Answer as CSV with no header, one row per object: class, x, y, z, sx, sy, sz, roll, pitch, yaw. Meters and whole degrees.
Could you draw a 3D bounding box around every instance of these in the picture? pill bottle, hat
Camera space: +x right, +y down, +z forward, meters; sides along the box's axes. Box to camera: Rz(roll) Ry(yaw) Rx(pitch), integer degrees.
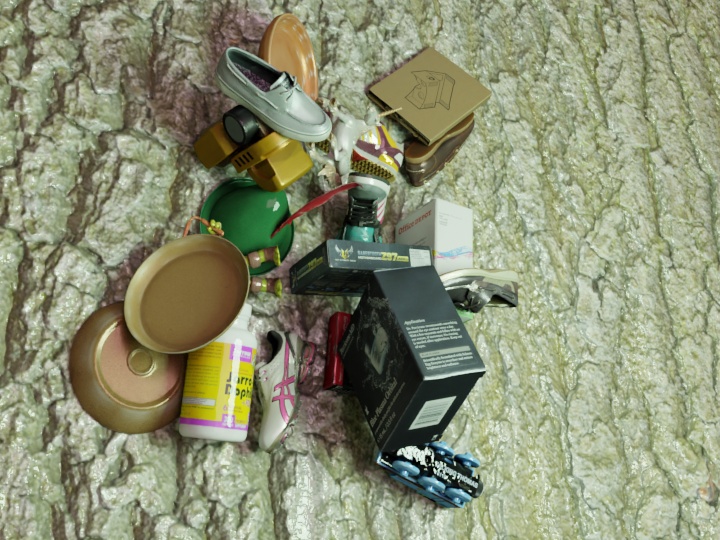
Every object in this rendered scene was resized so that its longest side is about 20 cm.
pill bottle,-0.210,0.150,1.430,0.102,0.104,0.205,10,79,-26
hat,-0.143,-0.105,1.527,0.166,0.175,0.200,47,58,-7

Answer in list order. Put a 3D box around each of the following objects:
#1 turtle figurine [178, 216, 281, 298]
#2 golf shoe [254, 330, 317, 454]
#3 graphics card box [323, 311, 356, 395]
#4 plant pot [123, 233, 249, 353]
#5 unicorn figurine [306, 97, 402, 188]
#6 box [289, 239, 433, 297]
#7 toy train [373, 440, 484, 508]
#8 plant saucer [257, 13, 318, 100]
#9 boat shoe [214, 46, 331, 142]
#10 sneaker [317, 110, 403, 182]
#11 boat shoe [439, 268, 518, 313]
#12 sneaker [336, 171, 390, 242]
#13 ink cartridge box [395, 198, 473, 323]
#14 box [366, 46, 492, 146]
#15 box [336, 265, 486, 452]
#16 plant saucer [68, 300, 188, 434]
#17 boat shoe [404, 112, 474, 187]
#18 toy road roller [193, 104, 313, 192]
turtle figurine,-0.206,0.016,1.515,0.157,0.064,0.205,-3,87,-11
golf shoe,-0.135,0.189,1.501,0.091,0.073,0.203,24,53,-13
graphics card box,0.036,0.154,1.617,0.196,0.051,0.128,14,67,-24
plant pot,-0.253,0.038,1.413,0.195,0.028,0.204,-8,56,12
unicorn figurine,-0.027,-0.229,1.606,0.137,0.073,0.203,41,70,-52
box,0.000,0.000,1.585,0.196,0.157,0.052,4,71,-27
toy train,0.107,0.322,1.563,0.198,0.114,0.088,29,64,-18
plant saucer,-0.127,-0.335,1.642,0.199,0.037,0.205,-1,90,-69
boat shoe,-0.128,-0.265,1.432,0.198,0.072,0.071,30,57,-3
sneaker,-0.007,-0.241,1.715,0.198,0.074,0.092,34,60,-27
boat shoe,0.186,0.037,1.558,0.197,0.072,0.066,-2,70,-38
sneaker,0.002,-0.086,1.612,0.082,0.200,0.124,10,80,6
ink cartridge box,0.125,-0.002,1.663,0.082,0.144,0.205,13,68,-26
box,0.132,-0.335,1.818,0.163,0.021,0.199,41,56,16
box,0.071,0.135,1.464,0.115,0.198,0.202,-5,52,-28
plant saucer,-0.331,0.139,1.424,0.196,0.035,0.205,10,69,-27
boat shoe,0.150,-0.233,1.808,0.199,0.070,0.071,-40,132,-31
toy road roller,-0.164,-0.197,1.541,0.122,0.199,0.148,-37,101,-32
